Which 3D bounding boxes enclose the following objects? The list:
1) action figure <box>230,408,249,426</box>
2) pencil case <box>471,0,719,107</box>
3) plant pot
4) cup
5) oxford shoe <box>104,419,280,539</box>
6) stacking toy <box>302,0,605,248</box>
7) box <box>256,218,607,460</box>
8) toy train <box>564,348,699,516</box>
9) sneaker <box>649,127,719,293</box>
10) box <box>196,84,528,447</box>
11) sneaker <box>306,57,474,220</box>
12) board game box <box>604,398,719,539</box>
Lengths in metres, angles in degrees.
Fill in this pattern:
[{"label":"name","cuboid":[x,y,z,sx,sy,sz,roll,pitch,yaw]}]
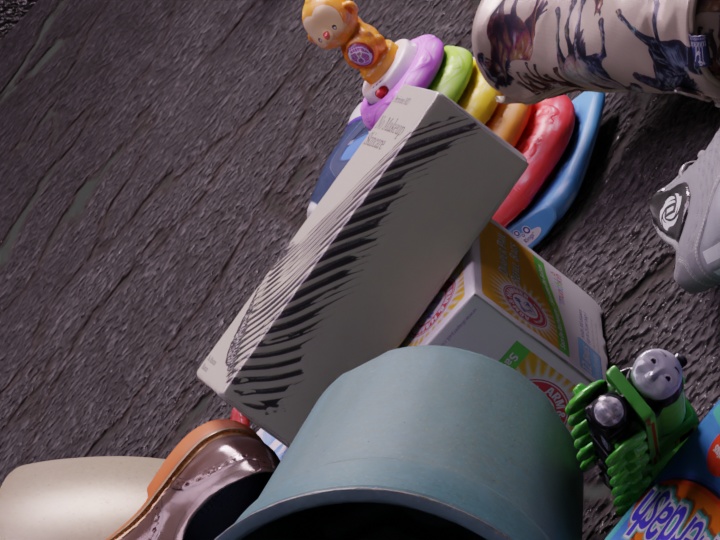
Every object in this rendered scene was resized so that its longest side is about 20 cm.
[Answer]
[{"label":"action figure","cuboid":[-0.029,0.095,1.833,0.200,0.065,0.100,-139,69,-73]},{"label":"pencil case","cuboid":[0.152,-0.136,1.707,0.199,0.077,0.090,2,83,50]},{"label":"plant pot","cuboid":[0.025,0.145,1.418,0.200,0.200,0.196,-45,10,26]},{"label":"cup","cuboid":[-0.105,0.189,1.701,0.142,0.201,0.201,-18,27,13]},{"label":"oxford shoe","cuboid":[-0.109,0.173,1.574,0.201,0.071,0.073,-59,25,0]},{"label":"stacking toy","cuboid":[0.043,-0.104,1.812,0.116,0.200,0.110,-35,24,44]},{"label":"box","cuboid":[0.036,0.083,1.632,0.200,0.101,0.113,-47,17,19]},{"label":"toy train","cuboid":[0.128,0.074,1.363,0.056,0.042,0.200,-38,-14,-3]},{"label":"sneaker","cuboid":[0.200,-0.072,1.553,0.115,0.075,0.201,-35,25,52]},{"label":"box","cuboid":[0.000,0.000,1.595,0.201,0.068,0.082,-55,15,-4]},{"label":"sneaker","cuboid":[0.032,-0.052,1.975,0.200,0.080,0.147,-17,47,58]},{"label":"board game box","cuboid":[0.191,0.091,1.297,0.200,0.045,0.152,-52,16,8]}]
